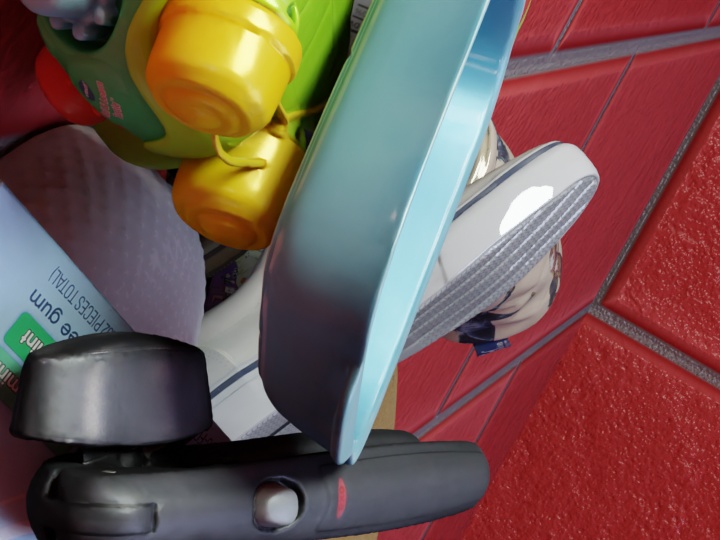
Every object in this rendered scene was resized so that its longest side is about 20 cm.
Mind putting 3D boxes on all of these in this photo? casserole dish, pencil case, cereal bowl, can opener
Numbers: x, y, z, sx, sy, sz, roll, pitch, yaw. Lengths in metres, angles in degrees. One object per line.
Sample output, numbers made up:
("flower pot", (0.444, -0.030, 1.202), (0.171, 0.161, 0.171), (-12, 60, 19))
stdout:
("casserole dish", (0.011, -0.034, 0.709), (0.121, 0.039, 0.200), (96, 13, -58))
("pencil case", (0.036, -0.022, 1.040), (0.089, 0.078, 0.200), (-42, 158, 0))
("cereal bowl", (-0.117, 0.053, 0.827), (0.200, 0.083, 0.200), (-56, 169, -16))
("can opener", (-0.026, 0.066, 0.725), (0.200, 0.063, 0.079), (8, 98, -47))

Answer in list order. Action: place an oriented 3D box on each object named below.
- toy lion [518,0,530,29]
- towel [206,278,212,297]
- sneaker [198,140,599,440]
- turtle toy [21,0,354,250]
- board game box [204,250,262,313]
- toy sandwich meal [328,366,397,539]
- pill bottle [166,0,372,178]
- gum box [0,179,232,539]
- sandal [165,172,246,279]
("toy lion", (0.056, -0.150, 1.050), (0.192, 0.069, 0.200), (-68, 168, 3))
("towel", (-0.090, 0.029, 1.047), (0.200, 0.023, 0.144), (-49, 164, -47))
("sneaker", (0.000, 0.000, 0.912), (0.200, 0.071, 0.073), (-34, 163, -2))
("turtle toy", (-0.049, -0.088, 0.690), (0.200, 0.101, 0.146), (91, 19, -66))
("board game box", (-0.028, -0.016, 1.073), (0.200, 0.032, 0.120), (-55, 171, -54))
("toy sandwich meal", (-0.036, 0.095, 1.024), (0.205, 0.070, 0.205), (8, 90, -79))
("pill bottle", (-0.001, -0.117, 0.817), (0.200, 0.112, 0.112), (-63, 169, 23))
("gum box", (-0.136, 0.094, 0.701), (0.200, 0.045, 0.170), (-52, 134, -17))
("sandal", (-0.036, -0.066, 0.928), (0.201, 0.057, 0.080), (-46, -167, 10))
